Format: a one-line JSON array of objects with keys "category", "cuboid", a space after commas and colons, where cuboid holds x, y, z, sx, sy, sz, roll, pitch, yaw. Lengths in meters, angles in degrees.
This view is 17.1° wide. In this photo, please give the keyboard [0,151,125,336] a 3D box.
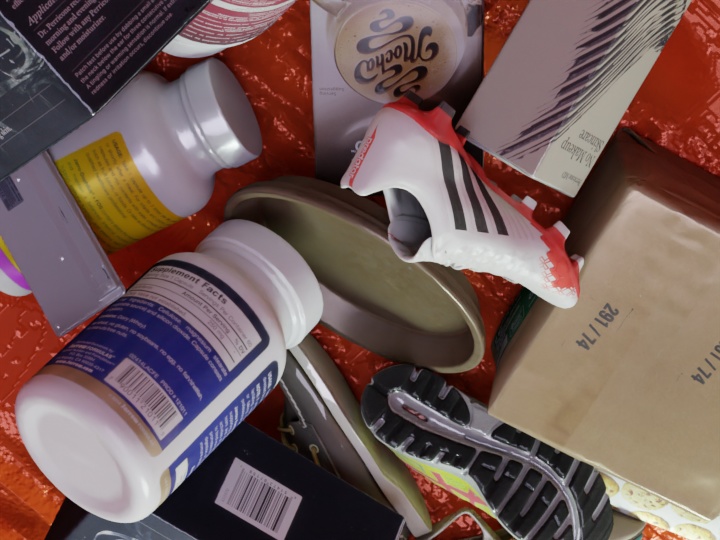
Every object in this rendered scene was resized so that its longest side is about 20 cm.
[{"category": "keyboard", "cuboid": [-0.222, -0.055, 1.558, 0.056, 0.011, 0.200, -34, 79, 19]}]

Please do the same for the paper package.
[{"category": "paper package", "cuboid": [0.209, 0.036, 1.620, 0.191, 0.103, 0.200, 27, 115, -6]}]

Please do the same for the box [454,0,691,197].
[{"category": "box", "cuboid": [0.147, -0.152, 1.510, 0.068, 0.082, 0.200, 33, 98, 26]}]

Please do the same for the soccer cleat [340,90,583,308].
[{"category": "soccer cleat", "cuboid": [0.064, -0.027, 1.502, 0.085, 0.069, 0.200, -52, 126, -11]}]

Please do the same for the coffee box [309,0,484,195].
[{"category": "coffee box", "cuboid": [0.025, -0.154, 1.558, 0.113, 0.080, 0.200, 0, 115, 3]}]

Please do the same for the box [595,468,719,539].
[{"category": "box", "cuboid": [0.237, 0.166, 1.712, 0.200, 0.039, 0.041, 23, 117, -6]}]

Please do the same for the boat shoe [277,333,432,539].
[{"category": "boat shoe", "cuboid": [-0.022, 0.119, 1.693, 0.060, 0.072, 0.202, -28, 114, 11]}]

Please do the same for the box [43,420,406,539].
[{"category": "box", "cuboid": [-0.104, 0.197, 1.678, 0.200, 0.104, 0.182, 31, 143, -9]}]

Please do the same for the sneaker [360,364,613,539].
[{"category": "sneaker", "cuboid": [0.090, 0.131, 1.682, 0.200, 0.090, 0.078, 35, 81, 0]}]

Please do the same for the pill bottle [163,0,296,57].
[{"category": "pill bottle", "cuboid": [-0.083, -0.200, 1.474, 0.109, 0.200, 0.110, 4, 78, -18]}]

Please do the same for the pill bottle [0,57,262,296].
[{"category": "pill bottle", "cuboid": [-0.169, -0.067, 1.600, 0.200, 0.104, 0.104, -25, 111, 15]}]

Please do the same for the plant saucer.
[{"category": "plant saucer", "cuboid": [0.000, 0.000, 1.598, 0.200, 0.200, 0.029, 38, 68, -13]}]

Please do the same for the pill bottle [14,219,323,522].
[{"category": "pill bottle", "cuboid": [-0.120, 0.061, 1.559, 0.116, 0.200, 0.116, 28, 142, 24]}]

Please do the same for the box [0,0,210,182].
[{"category": "box", "cuboid": [-0.229, -0.168, 1.422, 0.197, 0.124, 0.200, 48, 147, -10]}]

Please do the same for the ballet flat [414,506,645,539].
[{"category": "ballet flat", "cuboid": [0.104, 0.195, 1.726, 0.200, 0.069, 0.070, -21, 111, 13]}]
